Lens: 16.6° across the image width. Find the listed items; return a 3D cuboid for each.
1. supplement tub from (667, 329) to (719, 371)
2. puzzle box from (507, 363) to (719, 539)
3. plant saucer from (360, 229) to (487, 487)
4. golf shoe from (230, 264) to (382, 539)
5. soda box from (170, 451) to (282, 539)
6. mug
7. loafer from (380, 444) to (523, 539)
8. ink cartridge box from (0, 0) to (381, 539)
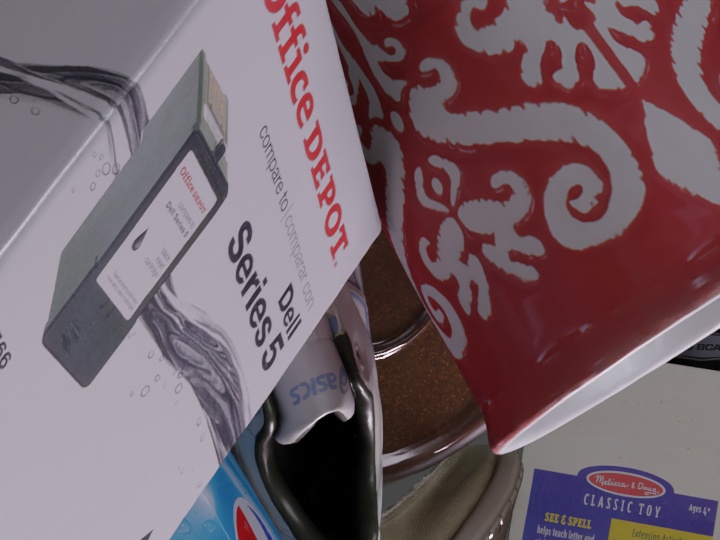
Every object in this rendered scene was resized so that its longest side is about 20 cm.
[{"bbox_3d":[0.169,0.070,1.054,0.122,0.122,0.201,18,74,-45],"label":"supplement tub"},{"bbox_3d":[0.156,0.109,0.972,0.025,0.199,0.134,54,46,-77],"label":"puzzle box"},{"bbox_3d":[0.000,0.000,0.866,0.199,0.032,0.201,-10,119,-19],"label":"plant saucer"},{"bbox_3d":[-0.023,0.005,0.782,0.078,0.097,0.201,-21,121,-12],"label":"golf shoe"},{"bbox_3d":[-0.055,0.105,0.766,0.201,0.068,0.064,61,7,-20],"label":"soda box"},{"bbox_3d":[0.033,-0.057,0.742,0.133,0.177,0.201,-26,80,-38],"label":"mug"},{"bbox_3d":[0.004,0.122,0.913,0.200,0.068,0.076,-51,159,-52],"label":"loafer"},{"bbox_3d":[-0.086,0.003,0.623,0.200,0.084,0.146,-56,152,-27],"label":"ink cartridge box"}]
